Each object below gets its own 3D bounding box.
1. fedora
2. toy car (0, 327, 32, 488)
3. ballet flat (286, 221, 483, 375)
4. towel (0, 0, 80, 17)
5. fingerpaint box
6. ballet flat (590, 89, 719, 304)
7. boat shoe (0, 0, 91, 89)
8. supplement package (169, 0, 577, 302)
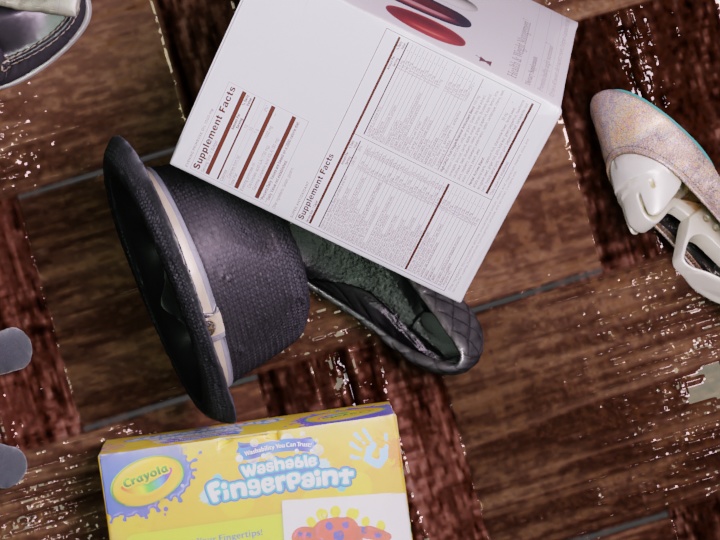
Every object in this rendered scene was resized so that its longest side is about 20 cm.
[{"bbox_3d":[-0.092,-0.005,1.432,0.091,0.201,0.201,-23,93,-14],"label":"fedora"},{"bbox_3d":[-0.314,0.089,1.468,0.199,0.158,0.165,0,97,-31],"label":"toy car"},{"bbox_3d":[0.000,0.000,1.488,0.200,0.057,0.067,33,95,2],"label":"ballet flat"},{"bbox_3d":[-0.259,-0.274,1.459,0.199,0.035,0.193,11,76,-3],"label":"towel"},{"bbox_3d":[-0.065,0.185,1.488,0.199,0.073,0.167,-8,94,-2],"label":"fingerpaint box"},{"bbox_3d":[0.218,-0.036,1.484,0.200,0.068,0.067,44,57,-2],"label":"ballet flat"},{"bbox_3d":[-0.276,-0.150,1.472,0.199,0.060,0.074,-17,92,-1],"label":"boat shoe"},{"bbox_3d":[0.014,-0.115,1.401,0.200,0.191,0.147,26,113,-3],"label":"supplement package"}]
